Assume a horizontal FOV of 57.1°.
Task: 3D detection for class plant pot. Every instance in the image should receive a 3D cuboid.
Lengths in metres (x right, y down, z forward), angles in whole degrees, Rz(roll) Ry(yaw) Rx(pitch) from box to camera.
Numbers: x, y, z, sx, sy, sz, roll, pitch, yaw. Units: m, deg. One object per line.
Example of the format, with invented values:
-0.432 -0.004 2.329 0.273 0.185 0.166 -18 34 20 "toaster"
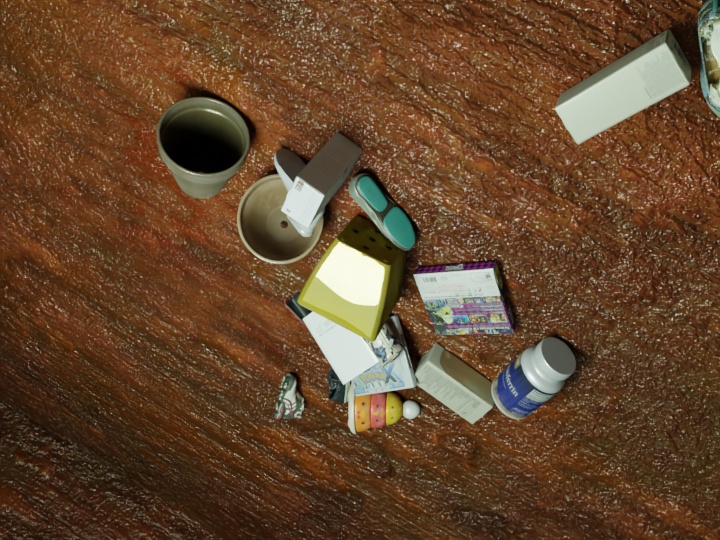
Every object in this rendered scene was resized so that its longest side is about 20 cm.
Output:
-0.358 -0.256 1.497 0.198 0.201 0.174 34 151 0 "plant pot"
-0.181 -0.114 1.534 0.199 0.203 0.093 32 177 2 "plant pot"
0.000 0.000 1.495 0.197 0.200 0.179 26 123 8 "plant pot"

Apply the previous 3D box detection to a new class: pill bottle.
0.395 0.245 1.512 0.115 0.116 0.201 33 134 1 "pill bottle"

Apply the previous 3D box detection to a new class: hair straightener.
-0.116 0.140 1.768 0.076 0.041 0.201 -29 103 42 "hair straightener"

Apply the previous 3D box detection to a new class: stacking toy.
0.067 0.375 1.824 0.195 0.147 0.148 -1 128 7 "stacking toy"

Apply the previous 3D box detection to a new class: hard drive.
-0.048 0.176 1.706 0.131 0.027 0.202 -35 85 26 "hard drive"

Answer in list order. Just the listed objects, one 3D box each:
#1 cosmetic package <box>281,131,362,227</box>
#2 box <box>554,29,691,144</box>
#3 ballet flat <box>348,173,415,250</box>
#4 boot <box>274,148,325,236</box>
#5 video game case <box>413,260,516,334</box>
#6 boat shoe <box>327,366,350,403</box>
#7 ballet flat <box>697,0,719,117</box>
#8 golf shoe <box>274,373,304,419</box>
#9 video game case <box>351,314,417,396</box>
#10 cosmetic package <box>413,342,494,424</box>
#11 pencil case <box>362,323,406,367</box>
-0.077 -0.189 1.364 0.073 0.201 0.102 32 136 -2 "cosmetic package"
0.426 -0.296 1.082 0.198 0.069 0.083 -25 111 41 "box"
0.048 -0.128 1.453 0.201 0.067 0.063 51 160 -15 "ballet flat"
-0.148 -0.169 1.455 0.202 0.072 0.096 61 139 30 "boot"
0.238 0.067 1.511 0.197 0.036 0.183 -5 123 33 "video game case"
-0.061 0.301 1.843 0.061 0.075 0.202 -2 136 -6 "boat shoe"
0.549 -0.307 1.003 0.073 0.075 0.202 -10 120 35 "ballet flat"
-0.207 0.383 2.015 0.086 0.078 0.202 12 137 -7 "golf shoe"
0.040 0.223 1.707 0.198 0.022 0.186 -17 89 39 "video game case"
0.236 0.285 1.665 0.199 0.071 0.106 36 136 -1 "cosmetic package"
0.028 0.135 1.620 0.202 0.077 0.089 55 155 6 "pencil case"
